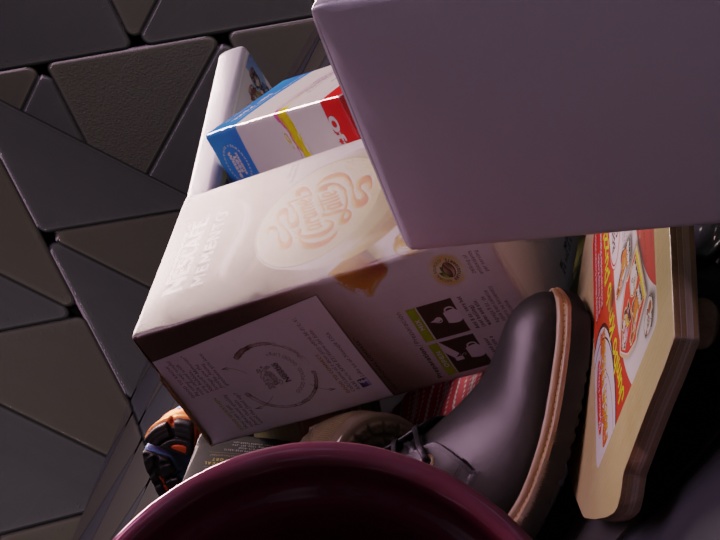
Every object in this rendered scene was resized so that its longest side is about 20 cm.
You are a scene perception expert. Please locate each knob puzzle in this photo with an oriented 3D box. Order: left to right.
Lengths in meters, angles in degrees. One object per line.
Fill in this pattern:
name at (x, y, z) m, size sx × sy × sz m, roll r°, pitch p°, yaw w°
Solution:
knob puzzle at (0.119, 0.018, 0.911) m, size 0.220 × 0.030 × 0.220 m, roll -173°, pitch 90°, yaw -86°

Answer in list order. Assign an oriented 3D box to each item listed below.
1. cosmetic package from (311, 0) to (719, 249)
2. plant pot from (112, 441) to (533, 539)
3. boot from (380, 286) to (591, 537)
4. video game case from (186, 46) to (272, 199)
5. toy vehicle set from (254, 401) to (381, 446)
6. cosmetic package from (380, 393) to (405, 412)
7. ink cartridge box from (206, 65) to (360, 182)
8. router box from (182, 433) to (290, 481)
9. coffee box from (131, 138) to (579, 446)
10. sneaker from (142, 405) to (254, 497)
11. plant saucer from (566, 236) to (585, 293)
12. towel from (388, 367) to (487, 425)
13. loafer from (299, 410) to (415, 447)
cosmetic package at (0.112, -0.123, 0.804) m, size 0.200 × 0.199 × 0.123 m, roll -73°, pitch -31°, yaw -43°
plant pot at (-0.013, 0.175, 0.826) m, size 0.179 × 0.200 × 0.200 m, roll 83°, pitch -149°, yaw -78°
boot at (0.012, 0.088, 0.970) m, size 0.077 × 0.138 × 0.200 m, roll -101°, pitch 30°, yaw -78°
video game case at (-0.049, -0.007, 1.315) m, size 0.022 × 0.182 × 0.200 m, roll -17°, pitch 39°, yaw 22°
toy vehicle set at (-0.017, 0.104, 1.209) m, size 0.124 × 0.026 × 0.200 m, roll -71°, pitch -22°, yaw -46°
cosmetic package at (-0.020, 0.094, 1.419) m, size 0.200 × 0.090 × 0.107 m, roll -75°, pitch 11°, yaw -45°
ink cartridge box at (0.009, -0.054, 1.186) m, size 0.067 × 0.116 × 0.200 m, roll -36°, pitch 13°, yaw -27°
router box at (-0.065, 0.209, 1.124) m, size 0.157 × 0.052 × 0.200 m, roll -71°, pitch -21°, yaw -44°
coffee box at (0.000, 0.000, 1.067) m, size 0.200 × 0.080 × 0.115 m, roll -18°, pitch 34°, yaw 27°
sneaker at (-0.057, 0.150, 1.271) m, size 0.078 × 0.075 × 0.200 m, roll -53°, pitch -45°, yaw -48°
plant saucer at (0.089, 0.027, 1.139) m, size 0.200 × 0.031 × 0.200 m, roll -60°, pitch 10°, yaw 17°
towel at (0.036, 0.080, 1.126) m, size 0.200 × 0.022 × 0.145 m, roll -55°, pitch 11°, yaw 43°
loafer at (-0.010, 0.160, 1.060) m, size 0.067 × 0.076 × 0.201 m, roll -146°, pitch 68°, yaw -67°
